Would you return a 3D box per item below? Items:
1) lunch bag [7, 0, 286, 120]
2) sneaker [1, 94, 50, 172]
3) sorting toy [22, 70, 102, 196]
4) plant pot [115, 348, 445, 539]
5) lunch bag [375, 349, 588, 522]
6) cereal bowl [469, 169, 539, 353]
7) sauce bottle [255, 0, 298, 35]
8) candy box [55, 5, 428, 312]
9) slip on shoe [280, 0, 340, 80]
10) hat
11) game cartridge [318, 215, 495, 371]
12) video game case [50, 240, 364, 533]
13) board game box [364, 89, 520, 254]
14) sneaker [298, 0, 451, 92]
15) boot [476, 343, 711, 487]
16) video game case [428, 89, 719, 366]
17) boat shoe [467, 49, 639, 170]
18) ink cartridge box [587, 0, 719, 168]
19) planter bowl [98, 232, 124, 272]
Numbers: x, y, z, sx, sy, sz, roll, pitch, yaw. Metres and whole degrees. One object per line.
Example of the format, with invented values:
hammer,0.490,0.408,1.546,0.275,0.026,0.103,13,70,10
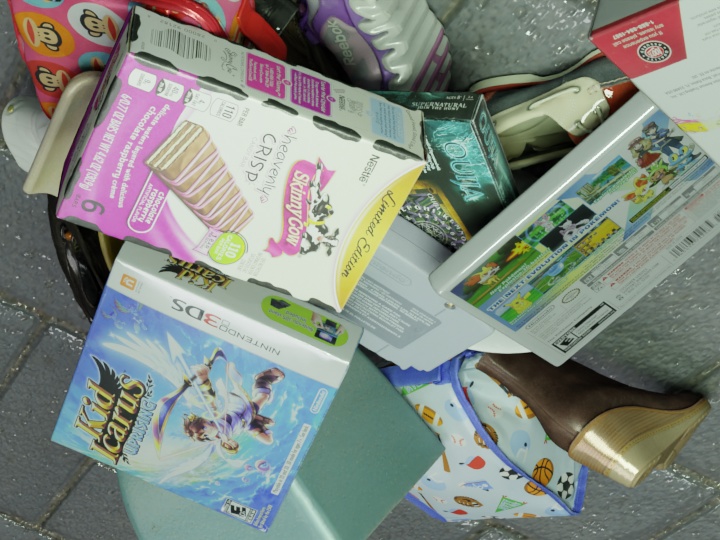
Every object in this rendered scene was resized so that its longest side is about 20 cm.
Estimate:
lunch bag,-0.135,-0.151,1.304,0.176,0.082,0.200,14,153,9
sneaker,-0.207,-0.086,1.612,0.115,0.074,0.200,15,162,41
sorting toy,-0.127,-0.051,1.357,0.200,0.037,0.185,23,153,-10
plant pot,-0.089,0.141,1.624,0.196,0.196,0.200,-28,98,35
lunch bag,0.085,0.132,1.730,0.170,0.124,0.200,-13,143,42
cereal bowl,0.091,-0.024,1.526,0.200,0.083,0.200,13,147,8
sauce bottle,-0.132,-0.224,1.328,0.200,0.065,0.065,37,145,-9
candy box,-0.075,-0.067,1.236,0.200,0.061,0.136,18,126,-16
slip on shoe,-0.076,-0.164,1.413,0.076,0.061,0.200,-2,137,29
hat,-0.204,0.000,1.680,0.081,0.201,0.201,-20,151,-16
game cartridge,0.000,0.000,1.447,0.200,0.041,0.133,32,151,-17
video game case,-0.116,0.084,1.431,0.181,0.045,0.200,24,129,-1
board game box,0.047,-0.053,1.399,0.135,0.028,0.200,4,145,24
sneaker,0.003,-0.166,1.371,0.088,0.081,0.200,10,143,26
boot,0.199,0.099,1.646,0.166,0.200,0.072,39,114,17
video game case,0.169,-0.025,1.393,0.200,0.022,0.182,-41,144,14
boat shoe,0.153,-0.110,1.385,0.200,0.063,0.071,-8,137,34
ink cartridge box,0.268,-0.140,1.261,0.146,0.083,0.200,-19,132,44
planter bowl,-0.101,-0.045,1.555,0.200,0.083,0.201,3,103,11
